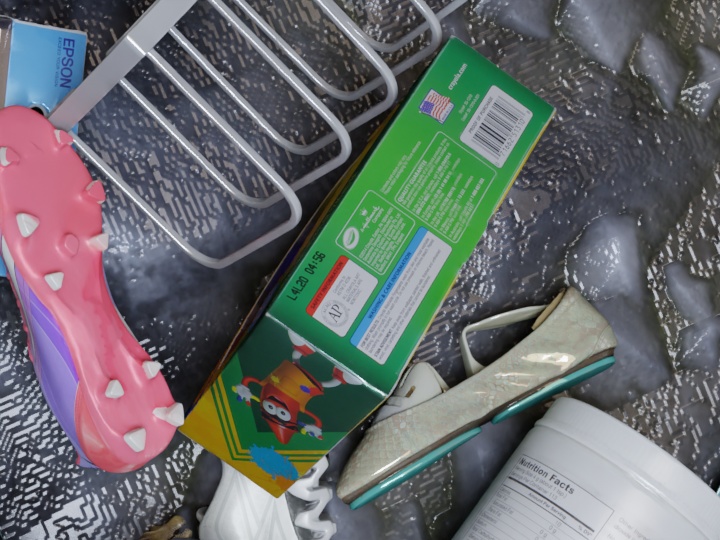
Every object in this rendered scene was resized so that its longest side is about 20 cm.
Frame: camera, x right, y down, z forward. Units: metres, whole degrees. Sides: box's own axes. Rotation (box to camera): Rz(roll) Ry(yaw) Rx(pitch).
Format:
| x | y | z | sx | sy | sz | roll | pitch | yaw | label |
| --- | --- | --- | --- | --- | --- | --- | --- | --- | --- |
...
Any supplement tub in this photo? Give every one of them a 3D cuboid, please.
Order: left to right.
| x | y | z | sx | sy | sz | roll | pitch | yaw | label |
| --- | --- | --- | --- | --- | --- | --- | --- | --- | --- |
| 0.106 | 0.188 | 0.885 | 0.132 | 0.132 | 0.200 | 39 | 80 | -8 | supplement tub |

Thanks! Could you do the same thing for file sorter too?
| x | y | z | sx | sy | sz | roll | pitch | yaw | label |
| --- | --- | --- | --- | --- | --- | --- | --- | --- | --- |
| -0.046 | -0.120 | 0.835 | 0.125 | 0.139 | 0.200 | 44 | 60 | -13 | file sorter |

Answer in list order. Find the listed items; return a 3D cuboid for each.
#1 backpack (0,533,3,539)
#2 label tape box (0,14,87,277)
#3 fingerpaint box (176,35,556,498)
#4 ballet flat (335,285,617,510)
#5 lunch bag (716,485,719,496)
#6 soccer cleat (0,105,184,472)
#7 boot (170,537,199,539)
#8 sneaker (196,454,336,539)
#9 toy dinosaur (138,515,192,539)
| x | y | z | sx | sy | sz | roll | pitch | yaw | label |
| --- | --- | --- | --- | --- | --- | --- | --- | --- | --- |
| -0.261 | 0.195 | 0.784 | 0.200 | 0.176 | 0.153 | -45 | 127 | -6 | backpack |
| -0.258 | -0.071 | 0.852 | 0.199 | 0.066 | 0.144 | 6 | 87 | -16 | label tape box |
| 0.000 | 0.000 | 0.817 | 0.073 | 0.167 | 0.200 | 35 | 59 | -4 | fingerpaint box |
| 0.060 | 0.071 | 0.921 | 0.200 | 0.067 | 0.062 | -27 | 79 | -20 | ballet flat |
| 0.274 | 0.209 | 0.926 | 0.170 | 0.122 | 0.200 | 34 | 77 | -11 | lunch bag |
| -0.160 | 0.014 | 0.819 | 0.067 | 0.076 | 0.200 | -29 | 98 | -46 | soccer cleat |
| -0.104 | 0.261 | 0.801 | 0.165 | 0.066 | 0.200 | -41 | 137 | -34 | boot |
| -0.049 | 0.165 | 0.889 | 0.081 | 0.075 | 0.201 | -8 | 81 | -4 | sneaker |
| -0.147 | 0.236 | 0.878 | 0.101 | 0.058 | 0.200 | 38 | 73 | 7 | toy dinosaur |
